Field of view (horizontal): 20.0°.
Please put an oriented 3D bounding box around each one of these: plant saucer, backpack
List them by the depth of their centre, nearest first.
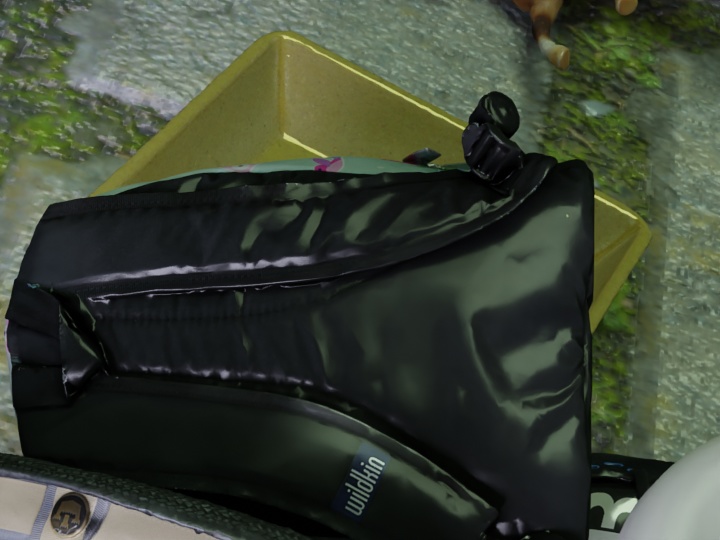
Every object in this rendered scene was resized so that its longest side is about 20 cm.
[{"bbox_3d":[-0.020,0.038,0.699,0.198,0.127,0.169,0,68,6],"label":"backpack"},{"bbox_3d":[0.000,0.000,0.855,0.199,0.049,0.200,28,40,10],"label":"plant saucer"}]

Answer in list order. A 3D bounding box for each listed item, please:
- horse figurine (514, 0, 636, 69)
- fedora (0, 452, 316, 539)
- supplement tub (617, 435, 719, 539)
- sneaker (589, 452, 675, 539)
[{"bbox_3d":[0.138,-0.168,1.070,0.198,0.050,0.133,-21,37,-13],"label":"horse figurine"},{"bbox_3d":[-0.065,0.127,0.623,0.199,0.201,0.092,19,72,-1],"label":"fedora"},{"bbox_3d":[0.116,0.155,0.593,0.143,0.201,0.146,8,46,-9],"label":"supplement tub"},{"bbox_3d":[0.122,0.096,0.708,0.111,0.200,0.074,11,74,-1],"label":"sneaker"}]
